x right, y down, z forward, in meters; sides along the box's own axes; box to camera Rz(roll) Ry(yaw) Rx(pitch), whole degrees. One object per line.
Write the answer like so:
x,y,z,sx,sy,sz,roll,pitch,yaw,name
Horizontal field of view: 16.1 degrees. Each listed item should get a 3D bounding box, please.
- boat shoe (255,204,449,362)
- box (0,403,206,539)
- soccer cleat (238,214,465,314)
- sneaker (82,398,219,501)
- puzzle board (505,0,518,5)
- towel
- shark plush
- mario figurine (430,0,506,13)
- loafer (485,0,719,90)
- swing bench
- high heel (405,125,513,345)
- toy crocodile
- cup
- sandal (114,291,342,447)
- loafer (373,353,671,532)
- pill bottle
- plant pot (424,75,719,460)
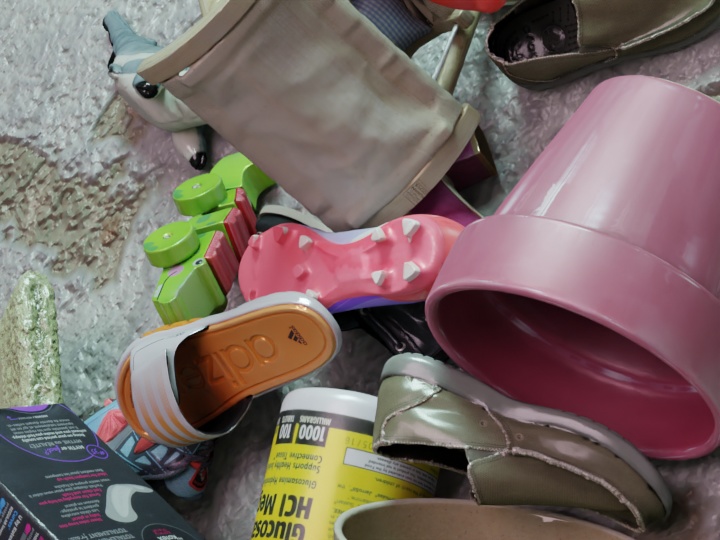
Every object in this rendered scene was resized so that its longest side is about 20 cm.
-0.011,0.019,1.740,0.199,0.075,0.066,30,79,32,boat shoe
-0.196,0.188,1.661,0.200,0.122,0.107,39,115,32,box
0.000,0.000,1.664,0.199,0.076,0.067,-9,74,47,soccer cleat
-0.120,0.114,1.797,0.200,0.079,0.096,-39,66,26,sneaker
0.153,-0.280,1.776,0.150,0.017,0.202,2,74,36,puzzle board
-0.246,0.115,1.856,0.148,0.036,0.202,127,142,-59,towel
-0.140,-0.149,1.939,0.083,0.091,0.200,-42,28,-9,shark plush
0.102,-0.252,1.682,0.199,0.124,0.106,-32,21,-15,mario figurine
0.165,-0.171,1.676,0.199,0.069,0.076,-27,78,31,loafer
-0.024,-0.161,1.690,0.129,0.199,0.201,-30,35,31,swing bench
0.053,-0.013,1.702,0.095,0.067,0.201,-25,53,16,high heel
-0.103,-0.018,1.788,0.061,0.068,0.200,-14,25,20,toy crocodile
0.076,0.233,1.530,0.199,0.199,0.145,14,103,40,cup
-0.101,0.071,1.678,0.206,0.079,0.059,-27,16,40,sandal
0.095,0.121,1.571,0.199,0.075,0.070,21,68,17,loafer
-0.017,0.186,1.649,0.112,0.112,0.202,2,73,38,pill bottle
0.163,-0.010,1.556,0.199,0.200,0.180,8,61,39,plant pot
